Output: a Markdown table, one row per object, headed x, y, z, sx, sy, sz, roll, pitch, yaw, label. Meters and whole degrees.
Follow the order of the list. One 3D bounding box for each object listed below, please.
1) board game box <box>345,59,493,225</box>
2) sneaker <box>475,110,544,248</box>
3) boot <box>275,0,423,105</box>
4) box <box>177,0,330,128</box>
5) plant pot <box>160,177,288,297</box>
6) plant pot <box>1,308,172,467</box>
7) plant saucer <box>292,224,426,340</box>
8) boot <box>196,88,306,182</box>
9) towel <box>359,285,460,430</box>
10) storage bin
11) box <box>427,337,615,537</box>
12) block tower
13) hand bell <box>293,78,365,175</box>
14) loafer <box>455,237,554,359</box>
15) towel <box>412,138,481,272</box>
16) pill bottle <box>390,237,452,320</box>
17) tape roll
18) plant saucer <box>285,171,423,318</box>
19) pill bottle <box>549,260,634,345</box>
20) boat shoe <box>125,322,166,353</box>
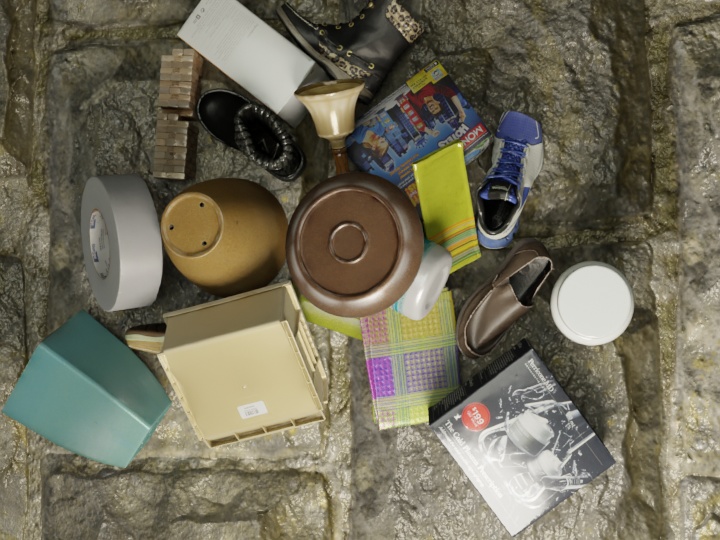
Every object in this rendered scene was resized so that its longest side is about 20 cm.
| x | y | z | sx | sy | sz | roll | pitch | yaw | label |
| --- | --- | --- | --- | --- | --- | --- | --- | --- | --- |
| 0.091 | -0.170 | 1.552 | 0.199 | 0.062 | 0.201 | -35 | 72 | 7 | board game box |
| 0.216 | -0.132 | 1.519 | 0.080 | 0.115 | 0.201 | 15 | 89 | 9 | sneaker |
| -0.016 | -0.370 | 1.593 | 0.200 | 0.073 | 0.151 | 44 | 95 | 5 | boot |
| -0.158 | -0.321 | 1.587 | 0.199 | 0.124 | 0.098 | 39 | 94 | 9 | box |
| -0.217 | -0.058 | 1.546 | 0.184 | 0.200 | 0.189 | -1 | 86 | 10 | plant pot |
| -0.398 | 0.191 | 1.582 | 0.199 | 0.141 | 0.142 | 35 | 113 | -1 | plant pot |
| 0.000 | 0.000 | 1.582 | 0.198 | 0.048 | 0.202 | 18 | 90 | 10 | plant saucer |
| -0.174 | -0.216 | 1.567 | 0.210 | 0.158 | 0.080 | 33 | 92 | 10 | boot |
| 0.076 | 0.124 | 1.543 | 0.142 | 0.023 | 0.202 | -9 | 95 | -9 | towel |
| -0.166 | 0.144 | 1.540 | 0.198 | 0.094 | 0.200 | -15 | 122 | 8 | storage bin |
| 0.224 | 0.233 | 1.486 | 0.182 | 0.104 | 0.201 | -38 | 92 | 5 | box |
| -0.284 | -0.240 | 1.641 | 0.053 | 0.058 | 0.202 | 4 | 85 | 10 | block tower |
| -0.029 | -0.168 | 1.526 | 0.103 | 0.104 | 0.202 | -6 | 110 | 9 | hand bell |
| 0.208 | 0.042 | 1.521 | 0.073 | 0.071 | 0.201 | 32 | 92 | -18 | loafer |
| 0.126 | -0.084 | 1.501 | 0.086 | 0.201 | 0.018 | -30 | 39 | -21 | towel |
| 0.022 | -0.019 | 1.494 | 0.199 | 0.111 | 0.112 | 27 | 91 | 15 | pill bottle |
| -0.360 | -0.043 | 1.571 | 0.066 | 0.200 | 0.202 | -8 | 84 | -30 | tape roll |
| -0.013 | -0.036 | 1.433 | 0.198 | 0.032 | 0.203 | -1 | 86 | 14 | plant saucer |
| 0.318 | 0.046 | 1.448 | 0.112 | 0.200 | 0.114 | -1 | 86 | 9 | pill bottle |
| -0.266 | 0.125 | 1.613 | 0.198 | 0.072 | 0.077 | 3 | 103 | 11 | boat shoe |
